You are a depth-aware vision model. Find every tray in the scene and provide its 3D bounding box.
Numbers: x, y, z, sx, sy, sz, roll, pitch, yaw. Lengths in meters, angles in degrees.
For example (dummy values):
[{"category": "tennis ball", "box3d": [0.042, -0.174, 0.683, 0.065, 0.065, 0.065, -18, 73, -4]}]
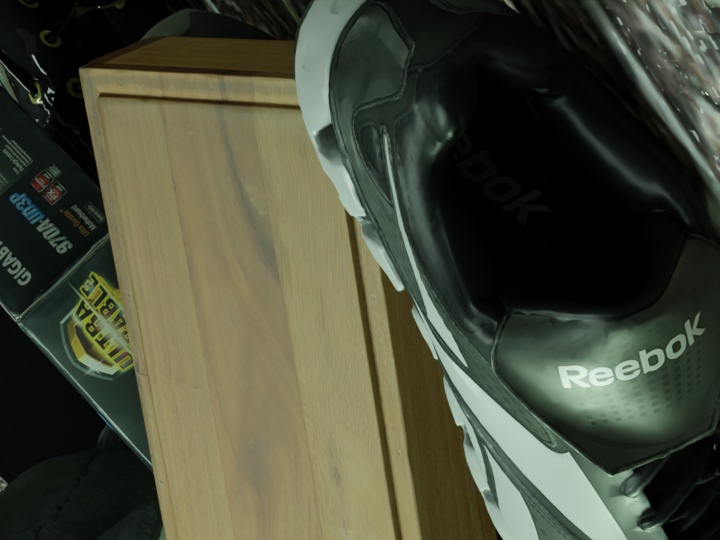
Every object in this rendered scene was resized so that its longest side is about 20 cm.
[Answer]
[{"category": "tray", "box3d": [-0.016, 0.038, 0.758, 0.098, 0.037, 0.201, 6, 112, 38]}]

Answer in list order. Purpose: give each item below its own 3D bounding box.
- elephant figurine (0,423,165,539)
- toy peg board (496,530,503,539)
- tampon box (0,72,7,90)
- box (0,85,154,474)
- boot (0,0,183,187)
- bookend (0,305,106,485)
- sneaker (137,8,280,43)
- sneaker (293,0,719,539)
[{"category": "elephant figurine", "box3d": [-0.113, 0.129, 0.928, 0.156, 0.141, 0.200, 59, -172, 13]}, {"category": "toy peg board", "box3d": [0.006, 0.178, 0.895, 0.199, 0.097, 0.201, -77, -15, -86]}, {"category": "tampon box", "box3d": [-0.235, -0.109, 1.348, 0.127, 0.150, 0.200, 58, 171, -17]}, {"category": "box", "box3d": [-0.096, 0.000, 0.891, 0.200, 0.046, 0.159, 43, 172, 46]}, {"category": "boot", "box3d": [-0.099, -0.100, 0.940, 0.201, 0.073, 0.151, 61, 174, 7]}, {"category": "bookend", "box3d": [-0.071, 0.079, 1.133, 0.200, 0.092, 0.199, 42, 180, 14]}, {"category": "sneaker", "box3d": [0.000, 0.000, 0.833, 0.079, 0.075, 0.200, 21, 154, 53]}, {"category": "sneaker", "box3d": [0.053, 0.022, 0.599, 0.201, 0.066, 0.090, 60, 172, -14]}]
